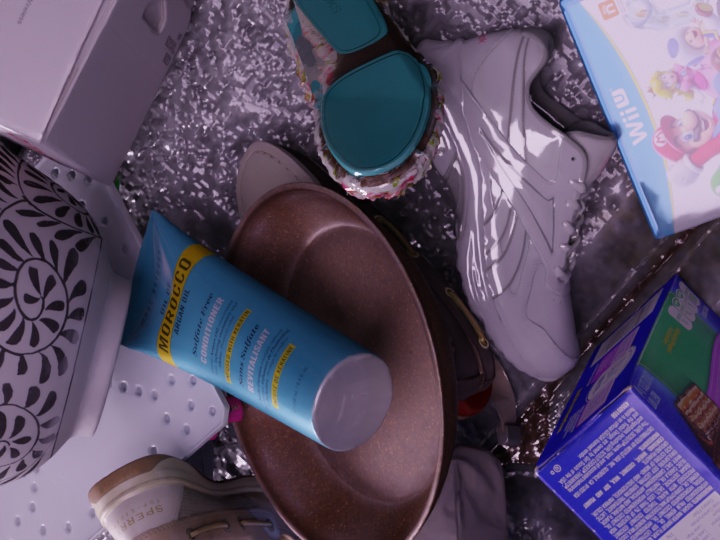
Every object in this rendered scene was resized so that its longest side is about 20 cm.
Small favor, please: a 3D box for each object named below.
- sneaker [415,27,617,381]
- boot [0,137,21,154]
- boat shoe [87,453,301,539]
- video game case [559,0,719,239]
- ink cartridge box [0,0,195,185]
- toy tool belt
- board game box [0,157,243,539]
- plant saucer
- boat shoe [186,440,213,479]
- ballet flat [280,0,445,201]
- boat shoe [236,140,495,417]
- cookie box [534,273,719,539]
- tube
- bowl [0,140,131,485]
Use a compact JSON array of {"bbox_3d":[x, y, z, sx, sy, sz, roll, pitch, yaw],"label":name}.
[{"bbox_3d":[0.097,-0.038,1.052,0.099,0.078,0.202,-14,103,17],"label":"sneaker"},{"bbox_3d":[-0.307,-0.082,1.170,0.174,0.069,0.200,42,109,6],"label":"boot"},{"bbox_3d":[-0.083,0.157,1.101,0.072,0.200,0.065,-33,65,11],"label":"boat shoe"},{"bbox_3d":[0.222,-0.115,1.021,0.199,0.018,0.144,-21,101,21],"label":"video game case"},{"bbox_3d":[-0.206,-0.158,1.042,0.199,0.147,0.146,25,88,9],"label":"ink cartridge box"},{"bbox_3d":[0.018,0.142,1.102,0.122,0.124,0.202,-9,79,35],"label":"toy tool belt"},{"bbox_3d":[-0.175,0.055,1.136,0.200,0.026,0.201,-41,67,29],"label":"board game box"},{"bbox_3d":[-0.007,0.052,1.013,0.200,0.036,0.202,19,114,50],"label":"plant saucer"},{"bbox_3d":[-0.132,0.085,1.169,0.062,0.072,0.202,4,99,31],"label":"boat shoe"},{"bbox_3d":[0.007,-0.089,1.013,0.075,0.201,0.064,-19,131,4],"label":"ballet flat"},{"bbox_3d":[0.000,0.000,1.074,0.200,0.059,0.072,50,131,34],"label":"boat shoe"},{"bbox_3d":[0.201,0.120,1.019,0.200,0.171,0.075,45,116,-2],"label":"cookie box"},{"bbox_3d":[-0.063,0.033,1.008,0.199,0.050,0.078,26,98,47],"label":"tube"},{"bbox_3d":[-0.179,0.037,1.045,0.093,0.201,0.202,15,112,-9],"label":"bowl"}]
